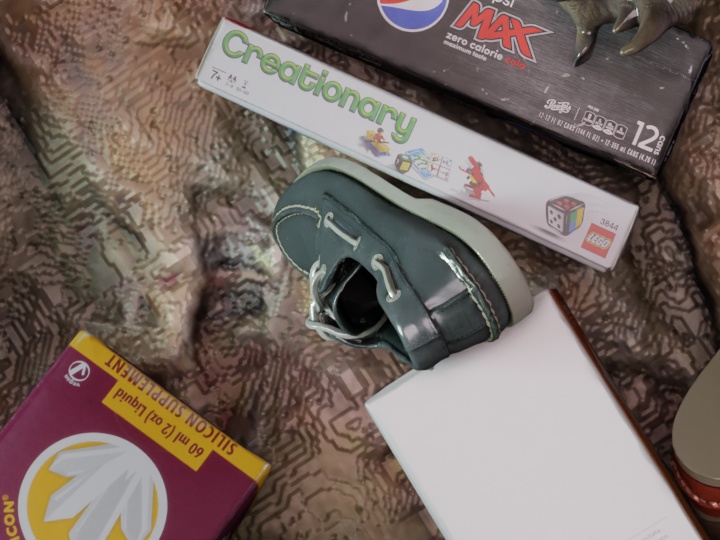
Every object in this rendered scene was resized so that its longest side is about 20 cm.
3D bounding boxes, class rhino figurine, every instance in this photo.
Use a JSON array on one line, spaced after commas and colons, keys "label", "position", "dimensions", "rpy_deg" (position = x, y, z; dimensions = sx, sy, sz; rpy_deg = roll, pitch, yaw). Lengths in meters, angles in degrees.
[{"label": "rhino figurine", "position": [0.116, -0.155, 0.989], "dimensions": [0.087, 0.200, 0.060], "rpy_deg": [-10, 132, 14]}]

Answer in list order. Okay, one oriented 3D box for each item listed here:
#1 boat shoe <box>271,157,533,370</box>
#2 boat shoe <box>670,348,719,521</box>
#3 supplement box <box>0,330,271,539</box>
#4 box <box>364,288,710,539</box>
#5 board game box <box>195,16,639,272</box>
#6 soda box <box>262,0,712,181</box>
[{"label": "boat shoe", "position": [0.000, 0.000, 0.985], "dimensions": [0.062, 0.200, 0.073], "rpy_deg": [-38, 115, -17]}, {"label": "boat shoe", "position": [0.214, 0.031, 1.020], "dimensions": [0.071, 0.063, 0.200], "rpy_deg": [34, 74, 29]}, {"label": "supplement box", "position": [-0.144, 0.143, 1.018], "dimensions": [0.110, 0.086, 0.200], "rpy_deg": [35, 72, 4]}, {"label": "box", "position": [0.098, 0.116, 1.005], "dimensions": [0.097, 0.124, 0.200], "rpy_deg": [-32, 87, 5]}, {"label": "board game box", "position": [0.031, -0.054, 1.013], "dimensions": [0.200, 0.126, 0.035], "rpy_deg": [25, 93, 6]}, {"label": "soda box", "position": [0.060, -0.111, 1.041], "dimensions": [0.200, 0.063, 0.071], "rpy_deg": [23, 92, 6]}]
